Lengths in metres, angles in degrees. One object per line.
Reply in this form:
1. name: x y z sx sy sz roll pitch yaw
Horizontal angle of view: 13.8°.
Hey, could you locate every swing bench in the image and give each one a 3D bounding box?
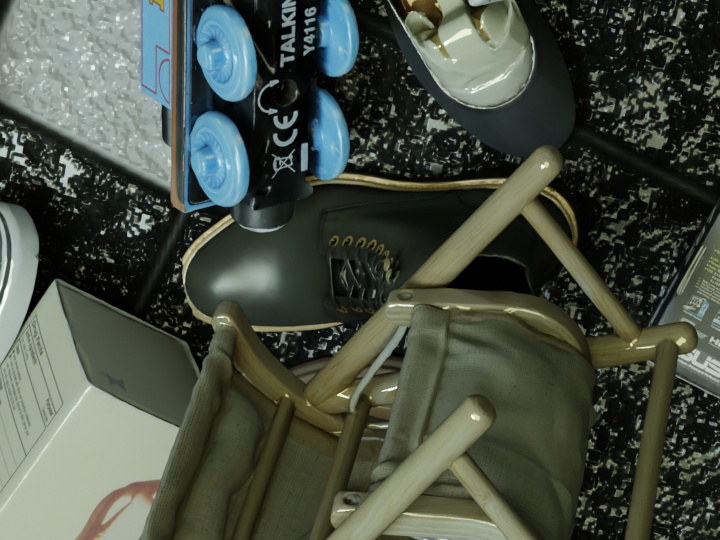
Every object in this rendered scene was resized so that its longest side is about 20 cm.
1. swing bench: 0.022 0.081 1.272 0.199 0.199 0.130 -27 116 28

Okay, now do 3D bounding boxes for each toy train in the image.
1. toy train: -0.059 -0.120 1.409 0.086 0.114 0.201 -16 122 -30

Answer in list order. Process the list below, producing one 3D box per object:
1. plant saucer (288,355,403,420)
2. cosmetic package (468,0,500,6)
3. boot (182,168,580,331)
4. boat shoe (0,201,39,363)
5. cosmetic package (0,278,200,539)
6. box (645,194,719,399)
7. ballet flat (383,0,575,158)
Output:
1. plant saucer: 0.004 0.142 1.516 0.199 0.029 0.202 2 105 8
2. cosmetic package: 0.087 -0.227 1.312 0.052 0.150 0.201 -24 82 51
3. boot: 0.000 0.000 1.418 0.199 0.138 0.078 -13 103 13
4. boat shoe: -0.239 0.040 1.494 0.199 0.068 0.074 -45 52 23
5. cosmetic package: -0.163 0.120 1.487 0.087 0.104 0.200 26 112 -28
6. box: 0.258 0.015 1.430 0.199 0.049 0.162 27 110 1
7. ballet flat: 0.036 -0.134 1.412 0.073 0.073 0.201 -28 100 15
